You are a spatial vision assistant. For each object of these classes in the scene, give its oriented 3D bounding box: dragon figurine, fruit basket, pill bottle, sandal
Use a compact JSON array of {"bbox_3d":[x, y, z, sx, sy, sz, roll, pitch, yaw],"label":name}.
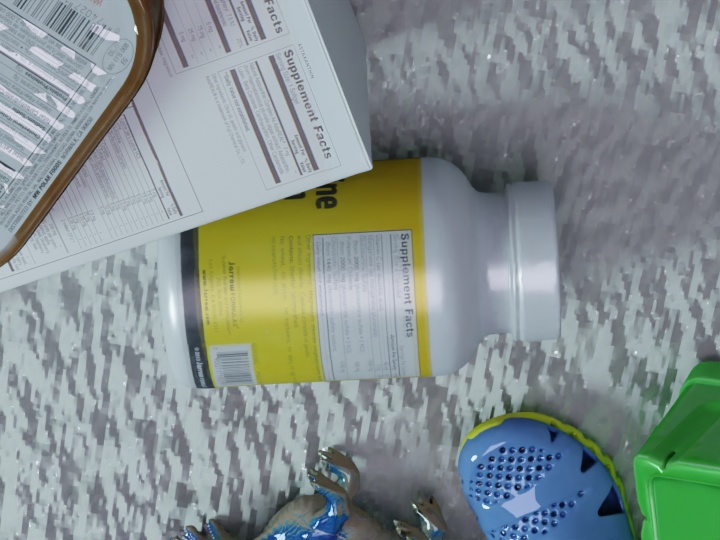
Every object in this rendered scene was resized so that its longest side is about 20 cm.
[{"bbox_3d":[-0.003,0.166,1.481,0.199,0.059,0.100,26,112,0],"label":"dragon figurine"},{"bbox_3d":[0.253,0.146,1.452,0.155,0.215,0.217,6,122,41],"label":"fruit basket"},{"bbox_3d":[0.000,0.000,1.383,0.199,0.112,0.113,-3,115,1],"label":"pill bottle"},{"bbox_3d":[0.121,0.163,1.473,0.079,0.087,0.200,-32,109,16],"label":"sandal"}]

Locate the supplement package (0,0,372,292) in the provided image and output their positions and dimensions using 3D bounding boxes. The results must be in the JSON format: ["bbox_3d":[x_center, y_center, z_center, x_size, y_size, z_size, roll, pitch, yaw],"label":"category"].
[{"bbox_3d":[-0.112,-0.111,1.309,0.199,0.152,0.151,-18,116,8],"label":"supplement package"}]

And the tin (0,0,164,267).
[{"bbox_3d":[-0.170,-0.079,1.219,0.112,0.042,0.200,34,112,-12],"label":"tin"}]
